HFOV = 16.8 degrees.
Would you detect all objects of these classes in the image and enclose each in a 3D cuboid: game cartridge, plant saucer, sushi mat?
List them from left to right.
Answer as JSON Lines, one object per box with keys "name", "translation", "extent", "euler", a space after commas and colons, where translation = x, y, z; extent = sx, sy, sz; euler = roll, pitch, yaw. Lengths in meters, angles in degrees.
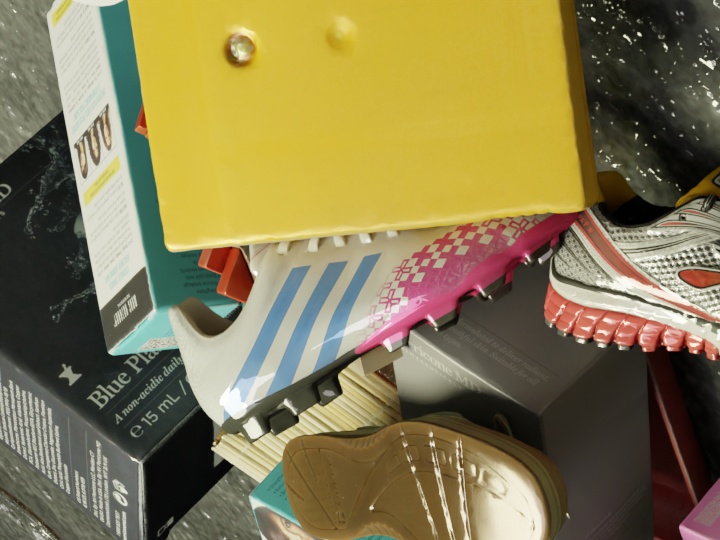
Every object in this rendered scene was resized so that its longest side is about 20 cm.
{"name": "game cartridge", "translation": [-0.004, -0.104, 1.069], "extent": [0.200, 0.032, 0.176], "euler": [-5, 98, 19]}
{"name": "sushi mat", "translation": [0.023, 0.121, 1.361], "extent": [0.200, 0.012, 0.096], "euler": [36, 112, -12]}
{"name": "plant saucer", "translation": [0.099, 0.050, 1.309], "extent": [0.200, 0.037, 0.200], "euler": [19, 143, 42]}

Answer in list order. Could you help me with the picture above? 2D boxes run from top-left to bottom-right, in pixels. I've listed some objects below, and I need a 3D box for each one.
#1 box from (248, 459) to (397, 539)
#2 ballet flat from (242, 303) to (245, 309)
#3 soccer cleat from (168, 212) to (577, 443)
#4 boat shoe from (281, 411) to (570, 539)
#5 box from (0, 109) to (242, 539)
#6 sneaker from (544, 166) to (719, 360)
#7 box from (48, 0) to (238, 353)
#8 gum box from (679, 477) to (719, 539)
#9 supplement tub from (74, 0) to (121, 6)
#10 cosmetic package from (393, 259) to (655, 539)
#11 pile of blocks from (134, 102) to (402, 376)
{"name": "box", "translation": [0.037, 0.167, 1.276], "extent": [0.200, 0.049, 0.082], "euler": [26, 148, 31]}
{"name": "ballet flat", "translation": [-0.044, -0.032, 1.329], "extent": [0.069, 0.069, 0.200], "euler": [115, 145, -62]}
{"name": "soccer cleat", "translation": [0.000, 0.000, 1.113], "extent": [0.086, 0.200, 0.070], "euler": [59, -166, 6]}
{"name": "boat shoe", "translation": [0.039, 0.099, 1.186], "extent": [0.200, 0.063, 0.073], "euler": [4, 104, 54]}
{"name": "box", "translation": [-0.133, 0.020, 1.417], "extent": [0.200, 0.197, 0.117], "euler": [35, 152, 19]}
{"name": "sneaker", "translation": [0.172, -0.001, 1.080], "extent": [0.200, 0.078, 0.082], "euler": [8, 104, 29]}
{"name": "box", "translation": [-0.118, -0.063, 1.310], "extent": [0.082, 0.049, 0.200], "euler": [142, 119, -61]}
{"name": "gum box", "translation": [0.251, 0.196, 1.264], "extent": [0.113, 0.066, 0.200], "euler": [20, 144, 43]}
{"name": "supplement tub", "translation": [-0.068, -0.214, 0.983], "extent": [0.145, 0.200, 0.145], "euler": [34, 151, 22]}
{"name": "cosmetic package", "translation": [0.084, 0.081, 1.240], "extent": [0.107, 0.090, 0.200], "euler": [32, 153, 32]}
{"name": "pile of blocks", "translation": [-0.055, -0.031, 1.183], "extent": [0.200, 0.062, 0.082], "euler": [56, 159, 16]}
